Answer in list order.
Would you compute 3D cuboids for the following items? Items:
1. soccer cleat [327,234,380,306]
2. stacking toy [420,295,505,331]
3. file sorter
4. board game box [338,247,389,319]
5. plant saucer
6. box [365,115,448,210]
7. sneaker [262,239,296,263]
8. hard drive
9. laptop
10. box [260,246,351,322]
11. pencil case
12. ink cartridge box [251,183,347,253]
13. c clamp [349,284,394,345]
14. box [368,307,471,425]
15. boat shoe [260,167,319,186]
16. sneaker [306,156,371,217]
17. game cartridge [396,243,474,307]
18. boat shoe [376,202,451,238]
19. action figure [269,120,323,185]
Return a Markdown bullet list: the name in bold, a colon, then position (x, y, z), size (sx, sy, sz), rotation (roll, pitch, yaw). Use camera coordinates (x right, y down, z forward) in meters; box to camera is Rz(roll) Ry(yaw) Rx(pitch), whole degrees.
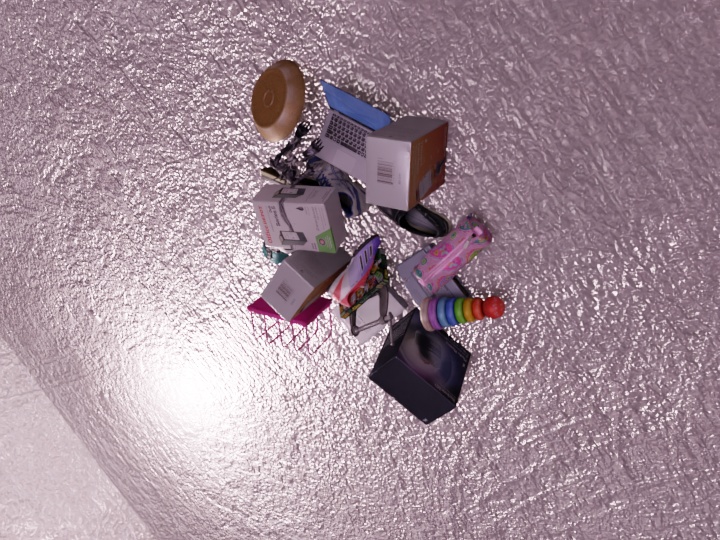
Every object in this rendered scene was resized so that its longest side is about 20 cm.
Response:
- **soccer cleat**: position (0.000, 0.000, 1.615), size (0.073, 0.068, 0.200), rotation (38, 94, 17)
- **stacking toy**: position (0.248, 0.098, 1.513), size (0.200, 0.085, 0.085), rotation (-7, 111, 28)
- **file sorter**: position (-0.198, 0.145, 1.812), size (0.200, 0.139, 0.126), rotation (13, 122, 26)
- **board game box**: position (0.004, 0.035, 1.661), size (0.023, 0.105, 0.200), rotation (20, 136, -29)
- **plant saucer**: position (-0.210, -0.413, 1.526), size (0.200, 0.035, 0.200), rotation (-3, 85, 45)
- **box**: position (0.103, -0.240, 1.381), size (0.106, 0.200, 0.152), rotation (14, 121, 26)
- **sneaker**: position (-0.217, -0.065, 1.713), size (0.200, 0.084, 0.121), rotation (-129, 31, -50)
- **hard drive**: position (0.024, 0.103, 1.725), size (0.132, 0.027, 0.200), rotation (47, 130, 2)
- **laptop**: position (-0.027, -0.313, 1.472), size (0.187, 0.116, 0.200), rotation (31, 116, 15)
- **box**: position (-0.139, 0.015, 1.656), size (0.106, 0.200, 0.152), rotation (43, 129, 6)
- **pencil case**: position (0.214, -0.038, 1.471), size (0.087, 0.087, 0.200), rotation (47, 116, 2)
- **ink cartridge box**: position (-0.149, -0.129, 1.552), size (0.200, 0.084, 0.146), rotation (5, 131, 22)
- **c clamp**: position (0.023, 0.118, 1.624), size (0.200, 0.027, 0.171), rotation (-20, 62, 54)
- **box**: position (0.154, 0.239, 1.586), size (0.200, 0.198, 0.123), rotation (40, 130, -9)
- **boat shoe**: position (-0.177, -0.215, 1.648), size (0.200, 0.073, 0.065), rotation (24, 120, 19)
- **sneaker**: position (-0.065, -0.211, 1.572), size (0.200, 0.088, 0.075), rotation (39, 130, 10)
- **game cartridge**: position (0.187, 0.042, 1.587), size (0.133, 0.040, 0.200), rotation (-34, 95, 35)
- **boat shoe**: position (0.117, -0.128, 1.518), size (0.199, 0.066, 0.075), rotation (30, 127, 15)
- **action figure**: position (-0.149, -0.272, 1.542), size (0.119, 0.102, 0.200), rotation (51, 147, 2)
